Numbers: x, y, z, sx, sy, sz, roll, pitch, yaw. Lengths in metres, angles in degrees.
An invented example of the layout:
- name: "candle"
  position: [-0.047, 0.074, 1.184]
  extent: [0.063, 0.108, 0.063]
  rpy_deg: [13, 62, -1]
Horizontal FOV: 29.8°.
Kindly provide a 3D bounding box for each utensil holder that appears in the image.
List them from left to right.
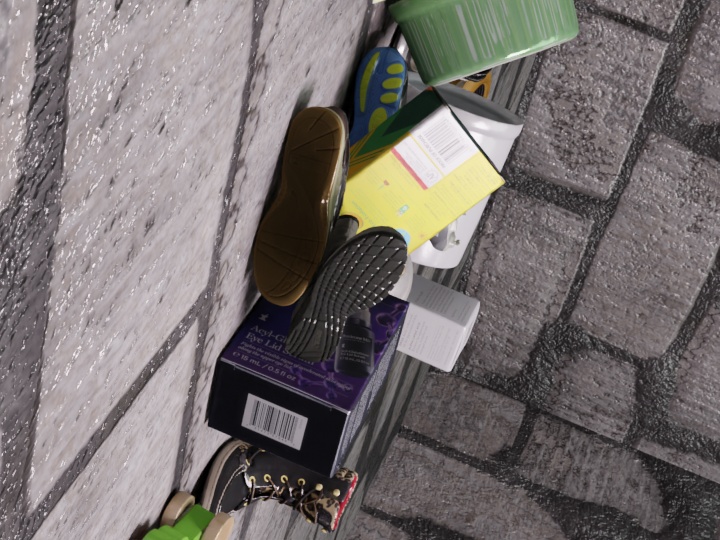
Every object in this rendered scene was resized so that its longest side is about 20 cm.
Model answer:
- name: "utensil holder"
  position: [0.089, -0.127, 1.701]
  extent: [0.170, 0.170, 0.200]
  rpy_deg: [-44, 157, -71]

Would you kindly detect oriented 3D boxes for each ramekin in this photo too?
- name: "ramekin"
  position: [0.139, -0.271, 1.461]
  extent: [0.200, 0.200, 0.098]
  rpy_deg: [-43, 115, -71]

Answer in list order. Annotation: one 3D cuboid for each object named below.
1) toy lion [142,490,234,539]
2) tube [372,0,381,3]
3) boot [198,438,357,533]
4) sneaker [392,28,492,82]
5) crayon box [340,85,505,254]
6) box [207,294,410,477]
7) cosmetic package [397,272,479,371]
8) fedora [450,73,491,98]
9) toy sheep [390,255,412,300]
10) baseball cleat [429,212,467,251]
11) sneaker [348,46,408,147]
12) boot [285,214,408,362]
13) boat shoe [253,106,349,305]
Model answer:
- name: "toy lion"
  position: [-0.210, 0.329, 1.351]
  extent: [0.192, 0.069, 0.200]
  rpy_deg: [-45, 157, -53]
- name: "tube"
  position: [0.054, -0.318, 1.401]
  extent: [0.058, 0.052, 0.200]
  rpy_deg: [70, 21, -7]
- name: "boot"
  position: [-0.094, 0.254, 1.553]
  extent: [0.200, 0.150, 0.073]
  rpy_deg: [-45, 156, -70]
- name: "sneaker"
  position: [0.113, -0.268, 1.651]
  extent: [0.201, 0.115, 0.076]
  rpy_deg: [-51, 161, -65]
- name: "crayon box"
  position: [0.036, -0.084, 1.425]
  extent: [0.200, 0.127, 0.051]
  rpy_deg: [-36, -144, 9]
- name: "box"
  position: [-0.052, 0.098, 1.436]
  extent: [0.200, 0.148, 0.104]
  rpy_deg: [-60, 168, -50]
- name: "cosmetic package"
  position: [0.044, 0.046, 1.735]
  extent: [0.102, 0.200, 0.074]
  rpy_deg: [-47, 158, -66]
- name: "fedora"
  position: [0.113, -0.219, 1.907]
  extent: [0.201, 0.082, 0.201]
  rpy_deg: [-59, 167, -22]
- name: "toy sheep"
  position: [0.000, 0.000, 1.563]
  extent: [0.138, 0.138, 0.200]
  rpy_deg: [-66, -164, -14]
- name: "baseball cleat"
  position: [0.070, -0.094, 1.564]
  extent: [0.200, 0.106, 0.070]
  rpy_deg: [87, 15, -57]
- name: "sneaker"
  position: [0.013, -0.146, 1.482]
  extent: [0.083, 0.071, 0.200]
  rpy_deg: [-22, 130, -70]
- name: "boot"
  position: [-0.018, -0.012, 1.337]
  extent: [0.200, 0.068, 0.131]
  rpy_deg: [-50, -156, 42]
- name: "boat shoe"
  position: [-0.047, -0.062, 1.294]
  extent: [0.065, 0.073, 0.200]
  rpy_deg: [-27, 140, -62]
